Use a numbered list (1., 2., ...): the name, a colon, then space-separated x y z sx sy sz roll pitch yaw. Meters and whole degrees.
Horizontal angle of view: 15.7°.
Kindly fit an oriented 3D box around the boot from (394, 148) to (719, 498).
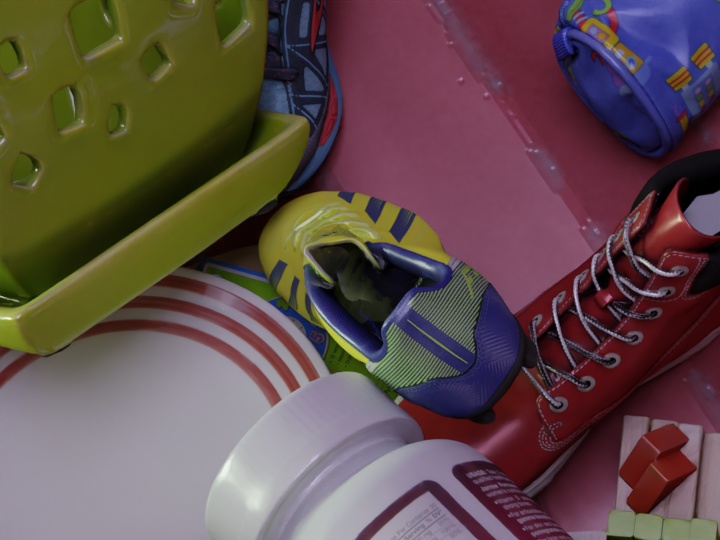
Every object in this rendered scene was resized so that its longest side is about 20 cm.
1. boot: 0.085 0.026 1.073 0.200 0.144 0.072 -36 76 -17

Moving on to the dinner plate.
1. dinner plate: -0.102 0.088 1.110 0.199 0.024 0.201 -2 59 3

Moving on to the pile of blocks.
1. pile of blocks: 0.103 0.144 1.085 0.082 0.062 0.200 28 76 19

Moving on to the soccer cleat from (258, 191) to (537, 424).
1. soccer cleat: 0.001 -0.001 1.080 0.065 0.084 0.200 -54 32 1

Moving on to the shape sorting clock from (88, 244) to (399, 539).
1. shape sorting clock: -0.035 0.075 1.149 0.199 0.039 0.201 -2 60 3

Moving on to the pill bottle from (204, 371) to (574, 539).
1. pill bottle: 0.037 0.135 0.998 0.110 0.110 0.200 -43 62 -9

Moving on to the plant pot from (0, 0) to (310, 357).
1. plant pot: -0.150 -0.082 1.118 0.199 0.182 0.200 -36 27 -31

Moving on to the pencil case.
1. pencil case: 0.169 -0.147 1.184 0.087 0.078 0.200 42 79 -3

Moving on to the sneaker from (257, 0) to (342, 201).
1. sneaker: -0.051 -0.130 1.206 0.079 0.096 0.201 0 68 10
